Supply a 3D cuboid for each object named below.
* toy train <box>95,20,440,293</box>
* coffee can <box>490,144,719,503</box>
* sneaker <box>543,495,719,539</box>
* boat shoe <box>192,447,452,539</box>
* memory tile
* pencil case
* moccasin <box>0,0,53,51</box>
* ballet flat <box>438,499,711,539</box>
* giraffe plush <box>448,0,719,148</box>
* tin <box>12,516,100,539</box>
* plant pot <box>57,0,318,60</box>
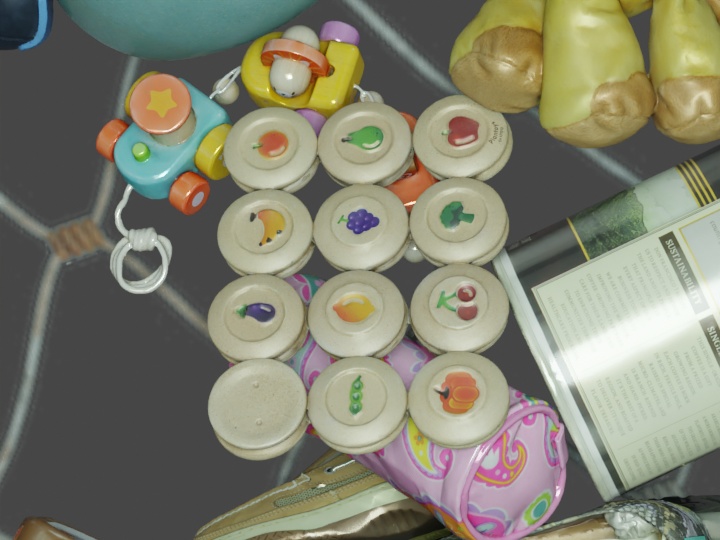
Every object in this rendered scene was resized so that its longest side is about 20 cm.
[{"bbox_3d":[-0.048,-0.065,1.438,0.199,0.056,0.151,-13,63,5],"label":"toy train"},{"bbox_3d":[0.186,0.014,1.403,0.199,0.146,0.147,-25,88,3],"label":"coffee can"},{"bbox_3d":[0.141,0.184,1.444,0.199,0.076,0.115,-15,91,7],"label":"sneaker"},{"bbox_3d":[-0.001,0.120,1.464,0.199,0.072,0.076,-16,60,6],"label":"boat shoe"},{"bbox_3d":[0.000,0.000,1.357,0.153,0.017,0.201,-2,61,8],"label":"memory tile"},{"bbox_3d":[0.018,0.068,1.403,0.200,0.087,0.088,29,92,42],"label":"pencil case"},{"bbox_3d":[-0.205,-0.220,1.461,0.068,0.080,0.201,-3,89,-2],"label":"moccasin"},{"bbox_3d":[0.080,0.162,1.385,0.200,0.072,0.072,-18,89,12],"label":"ballet flat"},{"bbox_3d":[0.131,-0.182,1.357,0.172,0.162,0.201,0,55,1],"label":"giraffe plush"},{"bbox_3d":[-0.098,0.188,1.441,0.200,0.112,0.042,28,82,2],"label":"tin"},{"bbox_3d":[-0.097,-0.190,1.417,0.200,0.200,0.135,37,129,3],"label":"plant pot"}]
